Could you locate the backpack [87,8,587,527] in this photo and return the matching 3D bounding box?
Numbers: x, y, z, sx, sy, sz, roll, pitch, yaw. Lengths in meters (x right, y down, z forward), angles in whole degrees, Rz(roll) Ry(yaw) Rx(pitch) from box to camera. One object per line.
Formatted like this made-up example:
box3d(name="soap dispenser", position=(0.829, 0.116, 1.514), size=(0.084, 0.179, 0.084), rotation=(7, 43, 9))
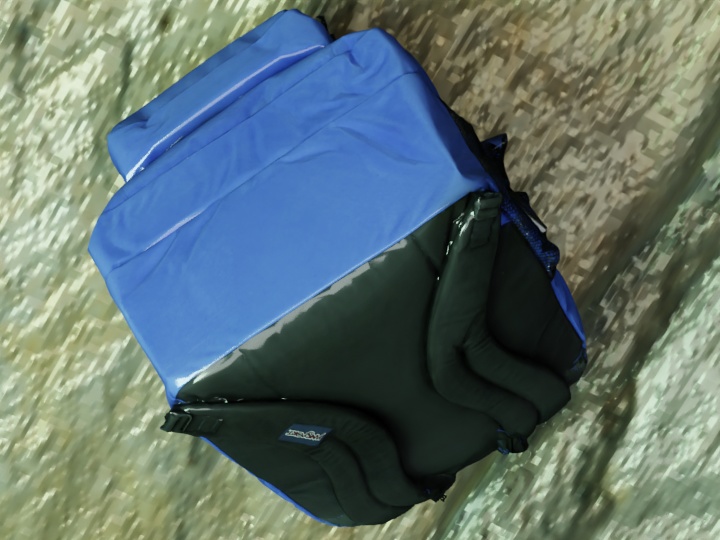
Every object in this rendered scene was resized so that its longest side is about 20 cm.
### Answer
box3d(name="backpack", position=(0.000, 0.000, 1.038), size=(0.162, 0.168, 0.200), rotation=(-30, 145, 8))
